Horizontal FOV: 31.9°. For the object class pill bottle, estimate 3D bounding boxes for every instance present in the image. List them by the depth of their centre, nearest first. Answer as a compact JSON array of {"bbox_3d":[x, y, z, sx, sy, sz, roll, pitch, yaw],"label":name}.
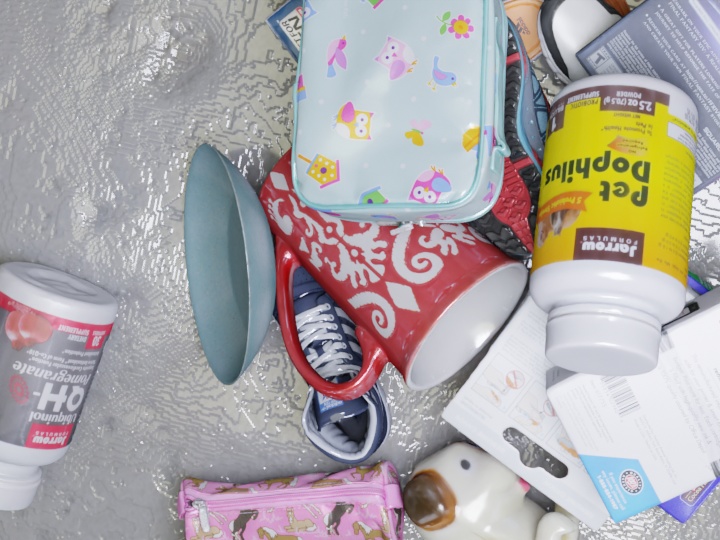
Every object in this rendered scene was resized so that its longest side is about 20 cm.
[{"bbox_3d":[0.179,-0.031,0.895,0.109,0.109,0.200,6,71,7],"label":"pill bottle"},{"bbox_3d":[-0.296,0.102,1.104,0.111,0.111,0.200,22,97,5],"label":"pill bottle"}]

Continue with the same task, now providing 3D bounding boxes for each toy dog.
[{"bbox_3d":[0.113,0.240,1.067,0.194,0.139,0.200,-21,92,36],"label":"toy dog"}]

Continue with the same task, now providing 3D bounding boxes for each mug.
[{"bbox_3d":[0.004,-0.008,1.012,0.177,0.134,0.200,-32,63,-30],"label":"mug"}]

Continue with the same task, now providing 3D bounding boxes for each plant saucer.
[{"bbox_3d":[-0.105,-0.006,1.045,0.039,0.201,0.201,-5,95,-21],"label":"plant saucer"}]

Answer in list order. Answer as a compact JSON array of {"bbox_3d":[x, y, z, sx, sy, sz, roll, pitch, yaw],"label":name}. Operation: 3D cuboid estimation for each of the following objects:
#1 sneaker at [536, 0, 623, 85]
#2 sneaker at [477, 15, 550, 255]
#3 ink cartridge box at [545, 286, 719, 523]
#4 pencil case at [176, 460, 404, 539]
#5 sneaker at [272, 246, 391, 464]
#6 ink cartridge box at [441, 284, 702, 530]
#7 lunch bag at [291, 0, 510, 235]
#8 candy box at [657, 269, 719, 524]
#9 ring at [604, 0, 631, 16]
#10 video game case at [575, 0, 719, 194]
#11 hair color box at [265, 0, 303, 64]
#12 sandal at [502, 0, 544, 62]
[{"bbox_3d":[0.221,-0.149,1.010,0.074,0.080,0.200,-44,104,-2],"label":"sneaker"},{"bbox_3d":[0.119,-0.109,1.003,0.079,0.095,0.200,-14,83,31],"label":"sneaker"},{"bbox_3d":[0.252,0.088,0.933,0.200,0.068,0.116,-27,93,13],"label":"ink cartridge box"},{"bbox_3d":[-0.058,0.212,1.094,0.200,0.087,0.083,-6,101,8],"label":"pencil case"},{"bbox_3d":[-0.032,0.071,1.068,0.070,0.109,0.200,-25,93,9],"label":"sneaker"},{"bbox_3d":[0.186,0.081,1.002,0.160,0.047,0.200,36,104,3],"label":"ink cartridge box"},{"bbox_3d":[0.034,-0.128,0.938,0.160,0.077,0.200,1,82,14],"label":"lunch bag"},{"bbox_3d":[0.240,0.079,1.052,0.200,0.077,0.169,38,99,2],"label":"candy box"},{"bbox_3d":[0.142,-0.169,1.038,0.200,0.019,0.201,-2,99,-12],"label":"ring"},{"bbox_3d":[0.278,-0.162,0.927,0.200,0.019,0.143,-36,89,30],"label":"video game case"},{"bbox_3d":[0.023,-0.242,1.039,0.200,0.100,0.061,-37,91,9],"label":"hair color box"},{"bbox_3d":[0.070,-0.169,1.060,0.207,0.059,0.079,-34,90,9],"label":"sandal"}]
